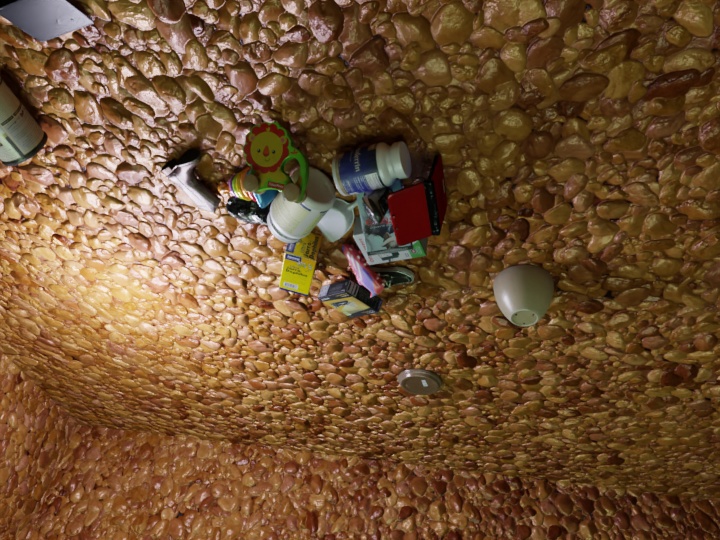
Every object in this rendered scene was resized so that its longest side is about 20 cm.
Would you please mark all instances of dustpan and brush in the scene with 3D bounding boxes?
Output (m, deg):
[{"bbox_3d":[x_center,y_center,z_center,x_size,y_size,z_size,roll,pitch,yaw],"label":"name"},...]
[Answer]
[{"bbox_3d":[-0.052,-0.177,1.744,0.197,0.058,0.140,-18,121,42],"label":"dustpan and brush"}]

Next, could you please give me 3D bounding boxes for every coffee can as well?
[{"bbox_3d":[-0.993,-0.416,1.592,0.142,0.149,0.202,-3,139,17],"label":"coffee can"}]

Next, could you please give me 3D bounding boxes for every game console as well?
[{"bbox_3d":[0.161,-0.191,1.584,0.116,0.175,0.202,6,143,20],"label":"game console"}]

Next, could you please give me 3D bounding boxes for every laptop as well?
[{"bbox_3d":[-0.766,-0.661,1.348,0.182,0.116,0.205,-7,110,21],"label":"laptop"}]

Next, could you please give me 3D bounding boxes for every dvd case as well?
[{"bbox_3d":[0.069,-0.152,1.669,0.142,0.022,0.206,-6,101,22],"label":"dvd case"}]

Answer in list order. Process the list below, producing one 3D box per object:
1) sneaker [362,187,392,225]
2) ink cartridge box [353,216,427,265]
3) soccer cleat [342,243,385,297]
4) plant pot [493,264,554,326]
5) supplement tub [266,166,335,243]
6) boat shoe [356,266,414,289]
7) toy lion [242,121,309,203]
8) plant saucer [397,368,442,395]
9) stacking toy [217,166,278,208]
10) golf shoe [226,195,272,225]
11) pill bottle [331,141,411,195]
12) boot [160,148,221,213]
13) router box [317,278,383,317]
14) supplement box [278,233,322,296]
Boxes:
[{"bbox_3d":[0.052,-0.186,1.553,0.078,0.201,0.075,-20,113,13],"label":"sneaker"},{"bbox_3d":[0.092,-0.105,1.765,0.195,0.085,0.148,-9,137,24],"label":"ink cartridge box"},{"bbox_3d":[0.000,0.000,1.885,0.076,0.067,0.200,-40,100,20],"label":"soccer cleat"},{"bbox_3d":[0.530,0.100,1.871,0.194,0.137,0.203,7,142,5],"label":"plant pot"},{"bbox_3d":[-0.176,-0.186,1.672,0.143,0.147,0.200,28,136,-21],"label":"supplement tub"},{"bbox_3d":[0.085,0.032,1.950,0.194,0.065,0.072,2,141,11],"label":"boat shoe"},{"bbox_3d":[-0.226,-0.293,1.539,0.195,0.197,0.069,14,-175,15],"label":"toy lion"},{"bbox_3d":[0.256,0.489,2.501,0.194,0.030,0.203,7,140,6],"label":"plant saucer"},{"bbox_3d":[-0.345,-0.249,1.694,0.196,0.111,0.118,-2,128,33],"label":"stacking toy"},{"bbox_3d":[-0.320,-0.181,1.795,0.195,0.080,0.094,16,166,-12],"label":"golf shoe"},{"bbox_3d":[0.031,-0.276,1.544,0.195,0.118,0.117,-10,138,23],"label":"pill bottle"},{"bbox_3d":[-0.474,-0.259,1.725,0.183,0.065,0.201,-6,137,41],"label":"boot"},{"bbox_3d":[-0.038,0.102,2.031,0.155,0.053,0.198,32,155,-24],"label":"router box"},{"bbox_3d":[-0.200,-0.025,1.912,0.107,0.111,0.202,14,142,-4],"label":"supplement box"}]
